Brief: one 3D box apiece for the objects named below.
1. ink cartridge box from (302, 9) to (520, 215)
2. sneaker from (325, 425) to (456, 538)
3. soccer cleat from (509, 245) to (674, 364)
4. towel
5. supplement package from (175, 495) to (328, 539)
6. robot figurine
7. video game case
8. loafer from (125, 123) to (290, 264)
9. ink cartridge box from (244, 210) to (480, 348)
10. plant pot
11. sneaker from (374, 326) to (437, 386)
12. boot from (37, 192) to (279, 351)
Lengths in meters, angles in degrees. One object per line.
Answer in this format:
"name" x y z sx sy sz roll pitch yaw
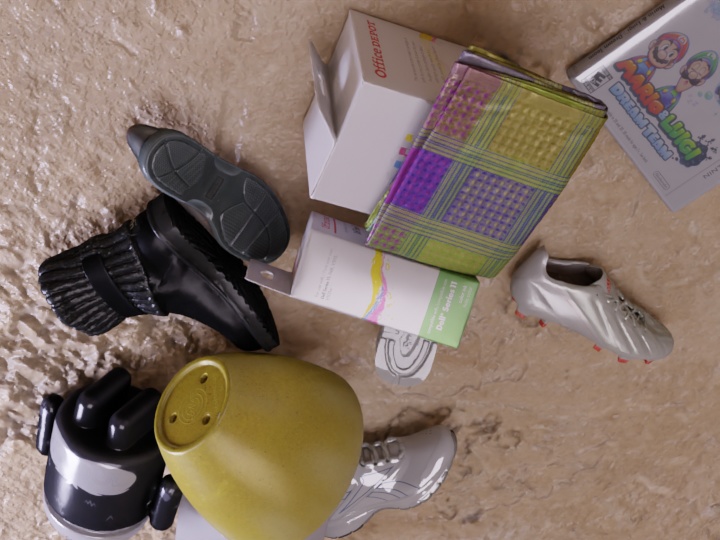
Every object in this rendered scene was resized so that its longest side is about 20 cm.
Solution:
"ink cartridge box" 0.041 -0.127 1.118 0.199 0.129 0.125 15 124 -17
"sneaker" 0.015 0.225 1.412 0.200 0.075 0.087 -31 120 15
"soccer cleat" 0.248 0.038 1.310 0.199 0.069 0.078 21 119 -18
"towel" 0.103 -0.083 1.064 0.143 0.023 0.200 16 124 -20
"supplement package" -0.126 0.319 1.413 0.120 0.121 0.200 -24 140 -38
"robot figurine" -0.264 0.197 1.332 0.124 0.150 0.200 -1 130 -26
"video game case" 0.319 -0.168 1.187 0.182 0.024 0.200 -34 123 18
"loafer" -0.139 -0.077 1.184 0.072 0.063 0.200 -51 136 -3
"ink cartridge box" 0.000 0.000 1.165 0.199 0.117 0.068 17 99 -6
"plant pot" -0.118 0.158 1.255 0.200 0.200 0.142 -36 132 19
"sneaker" 0.065 0.015 1.270 0.076 0.081 0.200 25 102 -2
"boot" -0.192 0.031 1.239 0.158 0.080 0.211 -32 119 13
